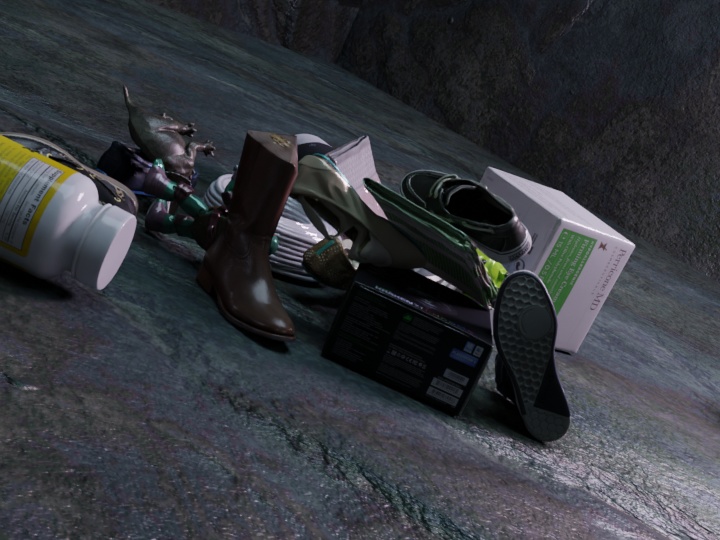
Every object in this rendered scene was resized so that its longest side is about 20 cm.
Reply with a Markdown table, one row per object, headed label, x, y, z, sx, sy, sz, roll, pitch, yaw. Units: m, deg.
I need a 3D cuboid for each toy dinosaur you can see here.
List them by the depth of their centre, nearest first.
| label | x | y | z | sx | sy | sz | roll | pitch | yaw |
| --- | --- | --- | --- | --- | --- | --- | --- | --- | --- |
| toy dinosaur | -0.255 | -0.166 | 1.644 | 0.102 | 0.077 | 0.200 | -14 | 77 | -64 |

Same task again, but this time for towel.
| label | x | y | z | sx | sy | sz | roll | pitch | yaw |
| --- | --- | --- | --- | --- | --- | --- | --- | --- | --- |
| towel | 0.086 | -0.027 | 1.489 | 0.152 | 0.023 | 0.200 | 33 | -9 | 26 |
| towel | 0.004 | -0.087 | 1.808 | 0.032 | 0.192 | 0.200 | -14 | 11 | 18 |

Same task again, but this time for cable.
| label | x | y | z | sx | sy | sz | roll | pitch | yaw |
| --- | --- | --- | --- | --- | --- | --- | --- | --- | --- |
| cable | -0.117 | -0.056 | 1.687 | 0.200 | 0.069 | 0.200 | 25 | 13 | -3 |

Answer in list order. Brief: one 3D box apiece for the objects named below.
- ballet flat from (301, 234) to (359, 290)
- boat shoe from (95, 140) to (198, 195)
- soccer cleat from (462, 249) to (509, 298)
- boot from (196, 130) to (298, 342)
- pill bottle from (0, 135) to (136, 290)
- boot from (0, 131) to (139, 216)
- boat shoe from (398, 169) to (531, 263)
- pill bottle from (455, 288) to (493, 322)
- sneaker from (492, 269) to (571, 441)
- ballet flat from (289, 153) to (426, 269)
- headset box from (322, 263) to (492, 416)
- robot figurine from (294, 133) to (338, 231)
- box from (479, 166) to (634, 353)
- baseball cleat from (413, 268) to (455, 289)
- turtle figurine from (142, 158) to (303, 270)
| label | x | y | z | sx | sy | sz | roll | pitch | yaw |
| --- | --- | --- | --- | --- | --- | --- | --- | --- | --- |
| ballet flat | 0.000 | 0.000 | 1.620 | 0.071 | 0.065 | 0.200 | 49 | 12 | 26 |
| boat shoe | -0.275 | -0.140 | 1.724 | 0.084 | 0.069 | 0.200 | 29 | 14 | 16 |
| soccer cleat | 0.132 | -0.025 | 1.577 | 0.081 | 0.068 | 0.200 | 14 | -34 | 34 |
| boot | -0.098 | -0.044 | 1.392 | 0.064 | 0.200 | 0.186 | 9 | 20 | -46 |
| pill bottle | -0.326 | -0.059 | 1.242 | 0.200 | 0.112 | 0.111 | 26 | 13 | 2 |
| boot | -0.340 | -0.082 | 1.400 | 0.200 | 0.073 | 0.151 | 27 | 13 | -16 |
| boat shoe | 0.113 | -0.079 | 1.446 | 0.200 | 0.071 | 0.064 | 31 | -21 | 42 |
| pill bottle | 0.136 | 0.013 | 1.794 | 0.109 | 0.109 | 0.200 | 17 | 16 | -31 |
| sneaker | 0.190 | 0.083 | 1.500 | 0.077 | 0.203 | 0.146 | -11 | 16 | 1 |
| ballet flat | -0.008 | -0.049 | 1.458 | 0.200 | 0.069 | 0.069 | 42 | 7 | -21 |
| headset box | 0.059 | 0.066 | 1.489 | 0.174 | 0.093 | 0.200 | 25 | 12 | 0 |
| robot figurine | -0.074 | -0.132 | 1.948 | 0.150 | 0.125 | 0.200 | -11 | 31 | -28 |
| box | 0.258 | -0.015 | 1.921 | 0.171 | 0.199 | 0.200 | 15 | 18 | -37 |
| baseball cleat | 0.081 | 0.014 | 1.682 | 0.200 | 0.070 | 0.106 | -36 | 28 | -33 |
| turtle figurine | -0.161 | -0.059 | 1.522 | 0.199 | 0.150 | 0.101 | 19 | 30 | 10 |
